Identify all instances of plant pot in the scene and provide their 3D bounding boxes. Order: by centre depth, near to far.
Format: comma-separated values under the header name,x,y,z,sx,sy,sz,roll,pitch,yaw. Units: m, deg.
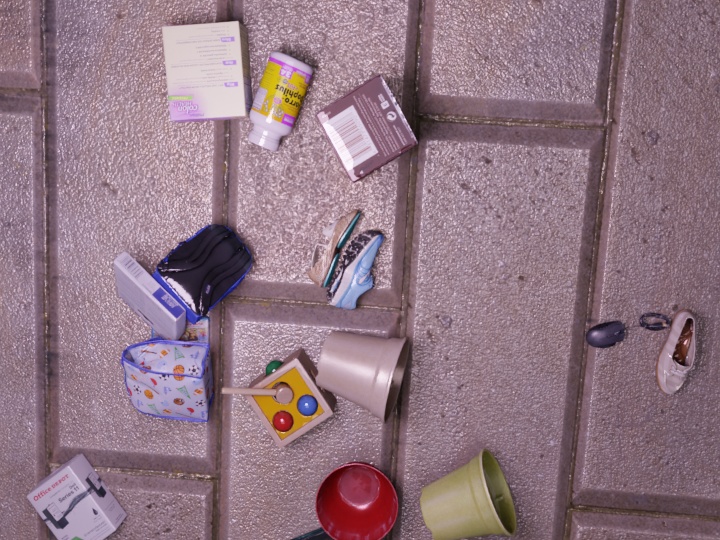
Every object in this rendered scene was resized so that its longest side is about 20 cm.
name,x,y,z,sx,sy,sz,roll,pitch,yaw
plant pot,0.001,0.226,1.745,0.180,0.200,0.205,15,100,12
plant pot,0.245,0.548,1.780,0.181,0.200,0.204,-25,97,18

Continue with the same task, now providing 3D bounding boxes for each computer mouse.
name,x,y,z,sx,sy,sz,roll,pitch,yaw
computer mouse,0.623,0.140,1.763,0.195,0.034,0.060,-15,97,5

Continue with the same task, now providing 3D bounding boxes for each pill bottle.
name,x,y,z,sx,sy,sz,roll,pitch,yaw
pill bottle,-0.184,-0.374,1.691,0.102,0.104,0.204,22,100,-1

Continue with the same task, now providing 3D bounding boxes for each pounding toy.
name,x,y,z,sx,sy,sz,roll,pitch,yaw
pounding toy,-0.188,0.293,1.774,0.182,0.142,0.202,-33,96,7

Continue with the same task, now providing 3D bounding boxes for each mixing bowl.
name,x,y,z,sx,sy,sz,roll,pitch,yaw
mixing bowl,-0.006,0.541,1.820,0.195,0.108,0.205,1,98,4

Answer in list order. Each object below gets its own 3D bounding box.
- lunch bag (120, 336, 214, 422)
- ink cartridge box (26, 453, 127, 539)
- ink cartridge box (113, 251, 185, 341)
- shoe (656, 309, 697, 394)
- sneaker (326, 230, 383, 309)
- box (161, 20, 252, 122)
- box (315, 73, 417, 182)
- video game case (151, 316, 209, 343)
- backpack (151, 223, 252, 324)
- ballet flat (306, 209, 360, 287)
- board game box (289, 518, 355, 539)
name,x,y,z,sx,sy,sz,roll,pitch,yaw
lunch bag,-0.444,0.250,1.750,0.195,0.125,0.173,2,129,-1
ink cartridge box,-0.701,0.582,1.877,0.145,0.083,0.202,-35,95,7
ink cartridge box,-0.483,0.071,1.743,0.199,0.200,0.041,43,63,4
shoe,0.734,0.192,1.754,0.068,0.053,0.205,9,99,2
sneaker,0.000,0.000,1.766,0.089,0.078,0.203,27,97,-26
box,-0.338,-0.440,1.694,0.171,0.097,0.205,-3,98,3
box,0.016,-0.304,1.643,0.162,0.200,0.168,-30,97,7
video game case,-0.436,0.210,1.839,0.139,0.018,0.205,3,99,3
backpack,-0.360,-0.003,1.731,0.163,0.167,0.200,48,66,-9
ballet flat,-0.069,-0.060,1.754,0.064,0.070,0.203,28,97,9
board game box,-0.077,0.708,1.890,0.196,0.028,0.138,-22,97,5
